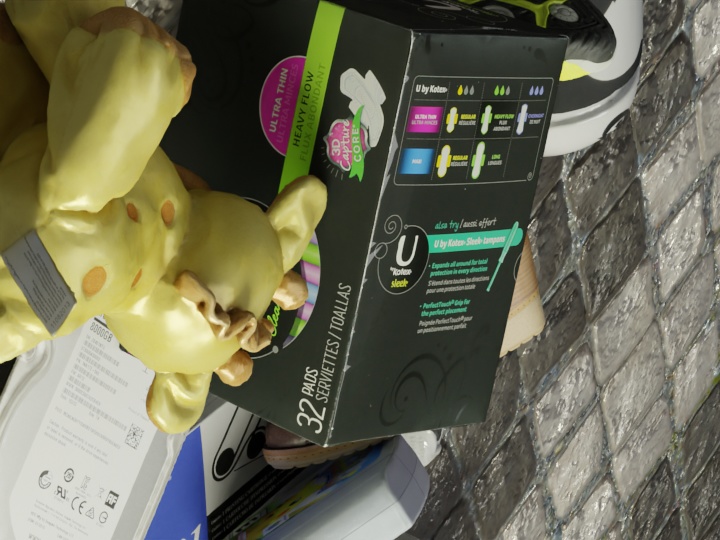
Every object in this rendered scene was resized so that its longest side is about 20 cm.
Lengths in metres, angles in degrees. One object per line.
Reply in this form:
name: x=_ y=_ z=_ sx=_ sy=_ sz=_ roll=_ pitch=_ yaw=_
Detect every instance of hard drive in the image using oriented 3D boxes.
hard drive: x=-0.140 y=0.067 z=1.247 sx=0.140 sy=0.038 sz=0.200 roll=40 pitch=67 yaw=-50

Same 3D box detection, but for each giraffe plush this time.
giraffe plush: x=-0.100 y=-0.021 z=1.099 sx=0.172 sy=0.200 sz=0.162 roll=-37 pitch=140 yaw=24

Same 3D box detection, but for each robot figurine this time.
robot figurine: x=0.104 y=-0.159 z=1.449 sx=0.150 sy=0.125 sz=0.200 roll=-28 pitch=136 yaw=-23

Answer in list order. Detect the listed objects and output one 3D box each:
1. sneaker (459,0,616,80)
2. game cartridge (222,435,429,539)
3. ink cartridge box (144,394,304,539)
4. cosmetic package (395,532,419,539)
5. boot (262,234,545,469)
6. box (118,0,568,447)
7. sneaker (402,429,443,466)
sneaker: x=0.036 y=-0.114 z=1.342 sx=0.075 sy=0.200 sz=0.077 roll=-97 pitch=-173 yaw=-51
game cartridge: x=-0.025 y=0.139 z=1.399 sx=0.133 sy=0.041 sz=0.200 roll=-31 pitch=-175 yaw=-1
ink cartridge box: x=-0.096 y=0.108 z=1.395 sx=0.200 sy=0.044 sz=0.094 roll=-38 pitch=139 yaw=-41
cosmetic package: x=-0.010 y=0.266 z=1.615 sx=0.200 sy=0.090 sz=0.107 roll=-42 pitch=146 yaw=-43
boot: x=0.000 y=0.000 z=1.402 sx=0.200 sy=0.072 sz=0.167 roll=-31 pitch=104 yaw=-23
box: x=-0.009 y=-0.037 z=1.214 sx=0.124 sy=0.148 sz=0.200 roll=-5 pitch=110 yaw=-49
sneaker: x=0.046 y=0.023 z=1.538 sx=0.115 sy=0.075 sz=0.200 roll=-39 pitch=138 yaw=-35
